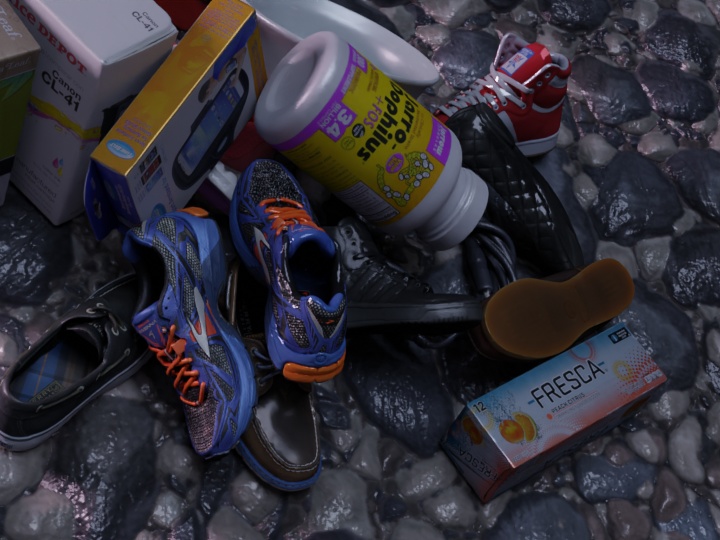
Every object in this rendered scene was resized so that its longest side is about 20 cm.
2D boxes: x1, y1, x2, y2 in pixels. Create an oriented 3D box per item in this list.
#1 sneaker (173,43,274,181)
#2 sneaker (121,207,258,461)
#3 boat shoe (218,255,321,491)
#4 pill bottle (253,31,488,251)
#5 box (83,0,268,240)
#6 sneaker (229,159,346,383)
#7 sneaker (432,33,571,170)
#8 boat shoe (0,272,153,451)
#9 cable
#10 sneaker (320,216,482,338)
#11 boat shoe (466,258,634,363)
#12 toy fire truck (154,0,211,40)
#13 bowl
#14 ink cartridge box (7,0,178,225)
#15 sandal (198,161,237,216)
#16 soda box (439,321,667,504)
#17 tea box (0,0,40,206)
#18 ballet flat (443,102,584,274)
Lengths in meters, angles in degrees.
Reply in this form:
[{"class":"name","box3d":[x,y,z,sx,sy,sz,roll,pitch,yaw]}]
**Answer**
[{"class":"sneaker","box3d":[-0.141,-0.164,1.390,0.200,0.087,0.074,44,49,12]},{"class":"sneaker","box3d":[-0.139,0.050,1.210,0.078,0.075,0.202,-2,68,-43]},{"class":"boat shoe","box3d":[-0.077,0.075,1.244,0.071,0.073,0.202,-9,59,-29]},{"class":"pill bottle","box3d":[0.014,-0.101,1.311,0.199,0.104,0.105,36,43,-27]},{"class":"box","box3d":[-0.145,-0.109,1.245,0.041,0.119,0.201,26,68,15]},{"class":"sneaker","box3d":[-0.047,-0.014,1.217,0.074,0.079,0.201,-4,51,-25]},{"class":"sneaker","box3d":[0.117,-0.156,1.474,0.198,0.114,0.071,-17,44,-36]},{"class":"boat shoe","box3d":[-0.208,0.060,1.207,0.068,0.057,0.200,36,49,6]},{"class":"cable","box3d":[0.054,-0.027,1.396,0.162,0.051,0.200,-29,70,-38]},{"class":"sneaker","box3d":[0.001,0.001,1.299,0.197,0.060,0.106,-4,76,14]},{"class":"boat shoe","box3d":[0.157,0.042,1.365,0.199,0.070,0.071,-12,80,-44]},{"class":"toy fire truck","box3d":[-0.182,-0.239,1.372,0.198,0.049,0.141,19,8,-35]},{"class":"bowl","box3d":[-0.036,-0.178,1.423,0.199,0.091,0.202,23,20,-9]},{"class":"ink cartridge box","box3d":[-0.243,-0.158,1.263,0.148,0.201,0.085,44,51,13]},{"class":"sandal","box3d":[-0.175,-0.099,1.340,0.202,0.083,0.050,36,75,6]},{"class":"soda box","box3d":[0.163,0.117,1.326,0.199,0.064,0.069,-23,66,-36]},{"class":"tea box","box3d":[-0.363,-0.159,1.212,0.133,0.198,0.201,-24,66,-36]},{"class":"ballet flat","box3d":[0.143,-0.065,1.439,0.201,0.056,0.067,53,21,-14]}]
